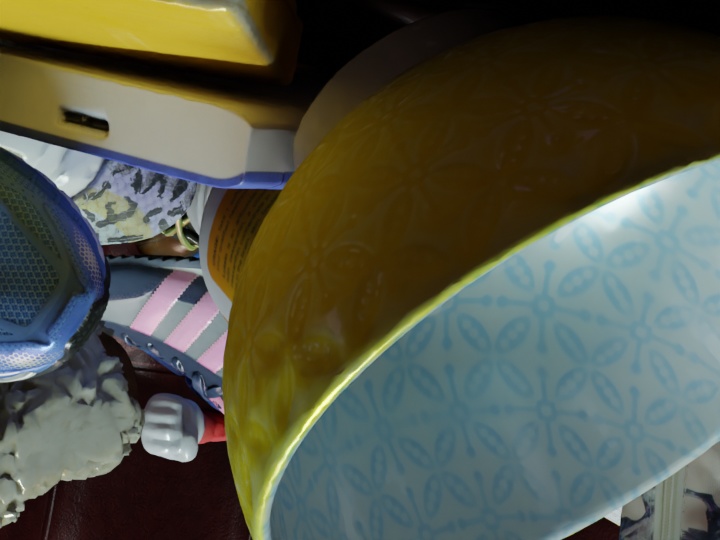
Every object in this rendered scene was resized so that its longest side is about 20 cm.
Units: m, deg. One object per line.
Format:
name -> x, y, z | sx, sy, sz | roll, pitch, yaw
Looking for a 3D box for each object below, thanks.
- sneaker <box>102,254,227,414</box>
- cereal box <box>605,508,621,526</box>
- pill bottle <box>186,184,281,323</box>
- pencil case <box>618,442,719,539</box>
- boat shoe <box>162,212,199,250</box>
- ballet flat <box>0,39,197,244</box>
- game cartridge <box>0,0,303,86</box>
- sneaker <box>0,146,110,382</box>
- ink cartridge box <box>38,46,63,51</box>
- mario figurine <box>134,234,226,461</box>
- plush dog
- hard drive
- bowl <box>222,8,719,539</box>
sneaker -> -0.075, 0.035, 0.981 | 0.199, 0.083, 0.070 | 5, 179, 15
cereal box -> 0.134, 0.053, 1.054 | 0.199, 0.144, 0.039 | 29, 145, -20
pill bottle -> 0.000, 0.000, 0.829 | 0.111, 0.112, 0.200 | 11, -160, -32
pencil case -> 0.143, 0.118, 0.857 | 0.089, 0.201, 0.078 | 17, 164, -41
boat shoe -> -0.061, -0.041, 0.953 | 0.200, 0.061, 0.072 | 6, 143, -19
ballet flat -> -0.150, -0.059, 0.715 | 0.199, 0.072, 0.072 | 22, 176, -12
game cartridge -> -0.108, -0.088, 0.574 | 0.175, 0.033, 0.200 | 11, -179, 2
sneaker -> -0.167, -0.031, 0.607 | 0.199, 0.079, 0.089 | 30, 175, 2
ink cartridge box -> -0.185, -0.030, 0.857 | 0.144, 0.084, 0.200 | 9, 154, -7
mario figurine -> -0.044, 0.055, 1.072 | 0.200, 0.123, 0.106 | 43, -158, -22
plush dog -> -0.208, 0.044, 0.770 | 0.171, 0.161, 0.200 | 27, 174, 46
hard drive -> -0.027, -0.050, 0.697 | 0.131, 0.026, 0.200 | 16, -170, 34
bowl -> 0.038, -0.008, 0.571 | 0.200, 0.200, 0.108 | 12, -139, -53
